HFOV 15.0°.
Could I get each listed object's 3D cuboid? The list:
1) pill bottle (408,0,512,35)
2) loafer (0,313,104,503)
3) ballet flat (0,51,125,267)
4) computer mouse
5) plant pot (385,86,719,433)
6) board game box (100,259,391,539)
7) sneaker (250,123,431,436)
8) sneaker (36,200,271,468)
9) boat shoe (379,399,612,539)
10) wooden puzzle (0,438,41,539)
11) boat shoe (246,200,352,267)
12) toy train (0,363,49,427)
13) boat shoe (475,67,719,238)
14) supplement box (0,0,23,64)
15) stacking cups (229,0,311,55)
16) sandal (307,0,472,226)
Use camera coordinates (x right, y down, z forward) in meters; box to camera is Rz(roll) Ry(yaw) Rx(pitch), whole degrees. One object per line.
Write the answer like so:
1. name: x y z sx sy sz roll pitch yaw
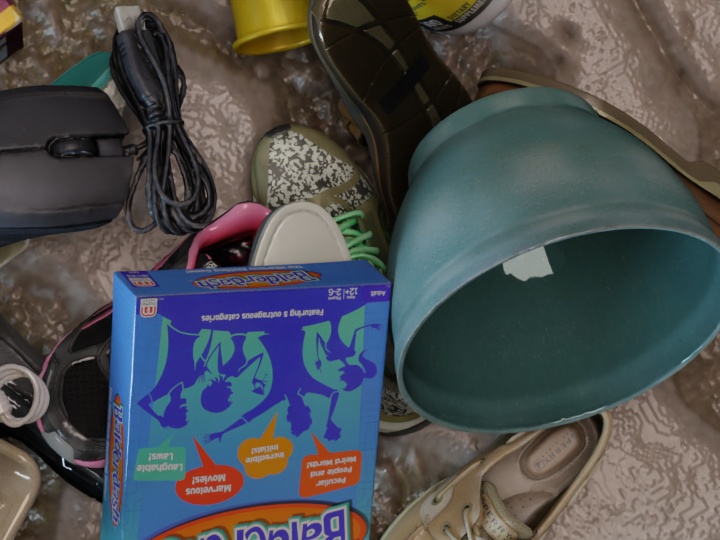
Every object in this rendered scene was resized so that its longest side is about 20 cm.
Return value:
1. pill bottle: -0.001 -0.217 1.596 0.199 0.112 0.113 18 80 -36
2. loafer: -0.165 0.084 1.599 0.199 0.073 0.073 32 76 -4
3. ballet flat: -0.206 -0.048 1.620 0.200 0.072 0.072 -39 89 -8
4. computer mouse: -0.191 -0.068 1.554 0.199 0.053 0.139 -15 75 -2
5. plant pot: 0.100 -0.018 1.560 0.199 0.201 0.135 -11 57 -9
6. board game box: -0.066 0.098 1.531 0.151 0.045 0.201 -4 110 -22
7. sneaker: 0.000 0.000 1.620 0.077 0.089 0.201 -27 87 -10
8. sneaker: -0.111 0.029 1.567 0.079 0.095 0.200 41 54 -1
9. boat shoe: 0.073 0.149 1.623 0.200 0.065 0.072 -43 90 -10
10. wooden puzzle: -0.305 0.158 1.561 0.184 0.046 0.201 25 81 11
11. boat shoe: -0.042 0.052 1.588 0.072 0.062 0.201 -11 110 -21
12. toy train: -0.205 0.158 1.485 0.150 0.056 0.201 -9 74 -34
13. boat shoe: 0.152 -0.053 1.655 0.199 0.072 0.068 27 79 -3
14. supplement box: -0.299 -0.185 1.605 0.110 0.086 0.200 -38 89 -10
15. stacking cups: -0.068 -0.235 1.654 0.060 0.061 0.201 -11 85 -9
16. sandal: 0.012 -0.102 1.613 0.082 0.054 0.200 -47 133 -15
